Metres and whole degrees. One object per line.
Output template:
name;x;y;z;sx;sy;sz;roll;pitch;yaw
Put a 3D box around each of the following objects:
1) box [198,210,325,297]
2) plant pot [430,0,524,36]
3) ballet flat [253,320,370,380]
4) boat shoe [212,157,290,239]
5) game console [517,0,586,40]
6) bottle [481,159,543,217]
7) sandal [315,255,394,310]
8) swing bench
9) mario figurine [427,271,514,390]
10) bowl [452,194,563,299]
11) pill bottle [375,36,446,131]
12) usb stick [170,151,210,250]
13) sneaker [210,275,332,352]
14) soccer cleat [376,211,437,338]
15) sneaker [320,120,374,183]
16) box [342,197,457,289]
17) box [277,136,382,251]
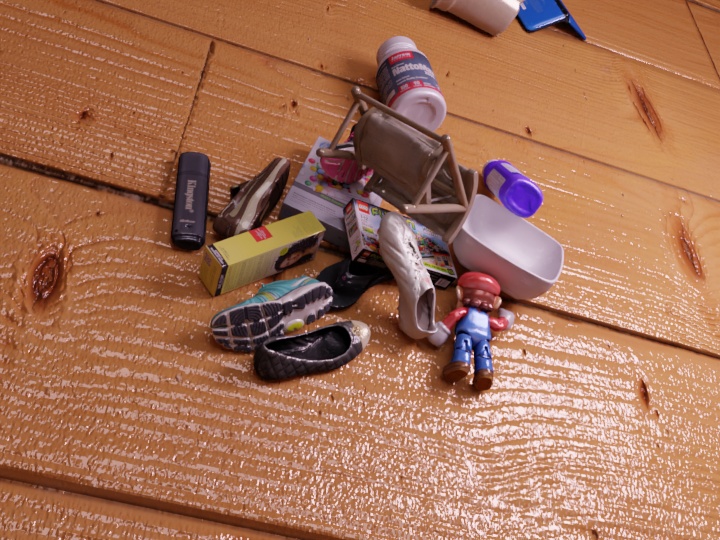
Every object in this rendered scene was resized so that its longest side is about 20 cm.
box;-0.150;-0.028;1.237;0.198;0.076;0.050;-22;61;-36
plant pot;0.297;-0.675;1.942;0.182;0.201;0.202;32;44;-10
ballet flat;-0.064;0.112;1.163;0.197;0.057;0.067;-15;59;-33
boat shoe;-0.179;-0.126;1.312;0.074;0.075;0.204;21;45;4
game console;0.491;-0.689;2.143;0.168;0.119;0.202;-20;54;1
bottle;0.276;-0.162;1.501;0.083;0.066;0.201;33;13;-19
sandal;0.000;-0.001;1.296;0.075;0.048;0.199;45;48;17
swing bench;0.070;-0.164;1.273;0.198;0.131;0.199;35;5;29
mario figurine;0.180;0.095;1.291;0.123;0.105;0.203;42;46;-37
bowl;0.250;-0.032;1.394;0.198;0.075;0.200;32;28;5
pill bottle;0.094;-0.377;1.621;0.117;0.120;0.202;2;49;-22
usb stick;-0.272;-0.116;1.289;0.054;0.033;0.203;9;48;-17
sneaker;-0.135;0.059;1.182;0.197;0.079;0.079;-19;33;-33
soccer cleat;0.080;0.006;1.243;0.068;0.077;0.204;-17;97;-32
sneaker;-0.006;-0.216;1.413;0.198;0.074;0.088;-20;59;-41
box;0.066;-0.043;1.335;0.197;0.035;0.112;16;46;-32
box;-0.039;-0.135;1.403;0.154;0.041;0.202;25;44;-2
